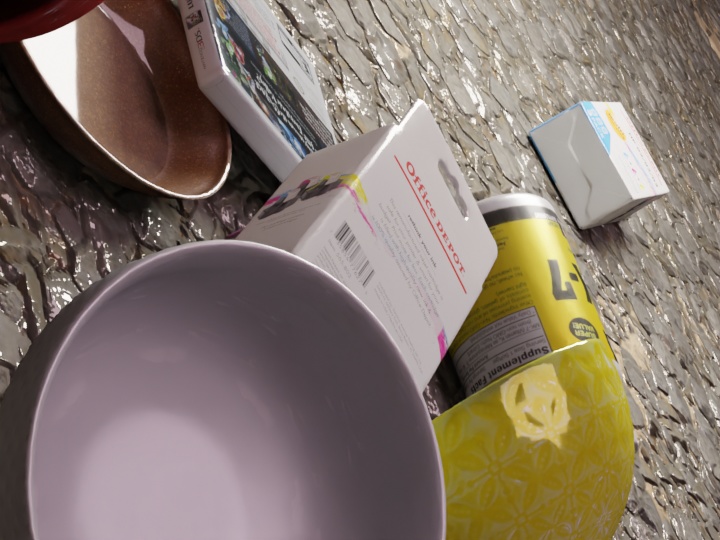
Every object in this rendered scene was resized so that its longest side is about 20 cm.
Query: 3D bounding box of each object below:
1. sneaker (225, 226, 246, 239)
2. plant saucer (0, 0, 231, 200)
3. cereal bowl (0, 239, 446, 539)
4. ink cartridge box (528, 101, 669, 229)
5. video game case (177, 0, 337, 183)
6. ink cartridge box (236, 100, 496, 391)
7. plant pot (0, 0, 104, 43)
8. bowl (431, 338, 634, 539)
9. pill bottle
[{"bbox_3d":[-0.007,0.015,1.071,0.200,0.080,0.089,4,65,-58],"label":"sneaker"},{"bbox_3d":[-0.151,-0.121,0.978,0.200,0.037,0.201,45,27,-31],"label":"plant saucer"},{"bbox_3d":[-0.064,0.092,0.675,0.199,0.083,0.201,14,68,-36],"label":"cereal bowl"},{"bbox_3d":[0.258,-0.113,1.774,0.116,0.068,0.200,62,23,6],"label":"ink cartridge box"},{"bbox_3d":[-0.066,-0.130,1.127,0.200,0.023,0.182,50,18,-49],"label":"video game case"},{"bbox_3d":[0.000,0.000,0.943,0.115,0.068,0.200,62,33,-18],"label":"ink cartridge box"},{"bbox_3d":[-0.194,-0.217,0.807,0.182,0.200,0.201,43,27,-51],"label":"plant pot"},{"bbox_3d":[0.066,0.133,0.844,0.108,0.200,0.200,56,22,14],"label":"bowl"},{"bbox_3d":[0.123,0.055,1.234,0.114,0.114,0.201,20,45,-57],"label":"pill bottle"}]
